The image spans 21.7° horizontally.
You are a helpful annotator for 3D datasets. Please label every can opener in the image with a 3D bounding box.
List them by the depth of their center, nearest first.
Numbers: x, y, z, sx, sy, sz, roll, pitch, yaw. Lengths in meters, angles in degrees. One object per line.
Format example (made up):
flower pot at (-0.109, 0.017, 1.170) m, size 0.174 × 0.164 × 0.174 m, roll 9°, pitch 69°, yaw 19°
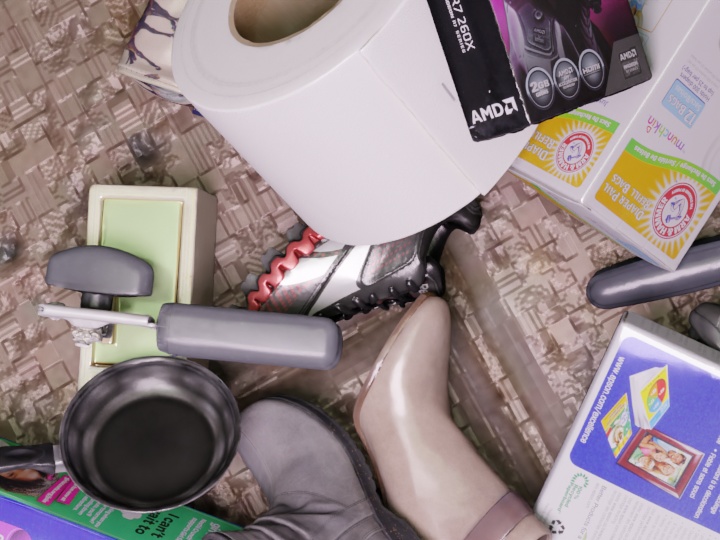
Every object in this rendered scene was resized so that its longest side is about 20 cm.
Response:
can opener at (-0.109, 0.027, 1.190) m, size 0.199 × 0.053 × 0.067 m, roll 10°, pitch 87°, yaw 6°
can opener at (0.242, -0.007, 1.202) m, size 0.199 × 0.063 × 0.079 m, roll -11°, pitch 85°, yaw 7°

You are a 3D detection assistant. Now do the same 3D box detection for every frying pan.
frying pan at (-0.162, 0.122, 1.167) m, size 0.189 × 0.031 × 0.115 m, roll -30°, pitch 58°, yaw -18°

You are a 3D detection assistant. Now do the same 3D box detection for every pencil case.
pencil case at (-0.083, -0.202, 1.257) m, size 0.089 × 0.078 × 0.201 m, roll 26°, pitch 90°, yaw 1°

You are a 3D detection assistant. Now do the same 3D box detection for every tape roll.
tape roll at (0.002, -0.136, 1.160) m, size 0.202 × 0.139 × 0.203 m, roll -25°, pitch 41°, yaw 24°

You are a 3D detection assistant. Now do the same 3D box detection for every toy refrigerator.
toy refrigerator at (-0.143, 0.046, 1.252) m, size 0.075 × 0.070 × 0.201 m, roll 3°, pitch 87°, yaw 8°

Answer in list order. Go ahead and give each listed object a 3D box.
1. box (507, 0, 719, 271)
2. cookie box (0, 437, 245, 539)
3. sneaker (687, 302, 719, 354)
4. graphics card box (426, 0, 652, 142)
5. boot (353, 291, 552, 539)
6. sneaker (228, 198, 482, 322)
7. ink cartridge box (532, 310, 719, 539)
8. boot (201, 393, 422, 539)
box at (0.188, -0.119, 1.177) m, size 0.101 × 0.112 × 0.201 m, roll 34°, pitch 91°, yaw 48°
cookie box at (-0.183, 0.218, 1.211) m, size 0.199 × 0.075 × 0.172 m, roll 18°, pitch 114°, yaw 9°
sneaker at (0.308, 0.048, 1.185) m, size 0.199 × 0.066 × 0.091 m, roll 23°, pitch 95°, yaw 5°
graphics card box at (0.086, -0.184, 1.065) m, size 0.051 × 0.125 × 0.201 m, roll -13°, pitch 97°, yaw 45°
boot at (0.059, 0.134, 1.197) m, size 0.146 × 0.070 × 0.201 m, roll 31°, pitch 111°, yaw 30°
sneaker at (0.000, 0.000, 1.233) m, size 0.200 × 0.071 × 0.098 m, roll -44°, pitch 79°, yaw 2°
ink cartridge box at (0.216, 0.153, 1.175) m, size 0.199 × 0.047 × 0.198 m, roll 25°, pitch 110°, yaw 7°
boot at (-0.049, 0.154, 1.158) m, size 0.200 × 0.131 × 0.070 m, roll 43°, pitch 125°, yaw 34°
